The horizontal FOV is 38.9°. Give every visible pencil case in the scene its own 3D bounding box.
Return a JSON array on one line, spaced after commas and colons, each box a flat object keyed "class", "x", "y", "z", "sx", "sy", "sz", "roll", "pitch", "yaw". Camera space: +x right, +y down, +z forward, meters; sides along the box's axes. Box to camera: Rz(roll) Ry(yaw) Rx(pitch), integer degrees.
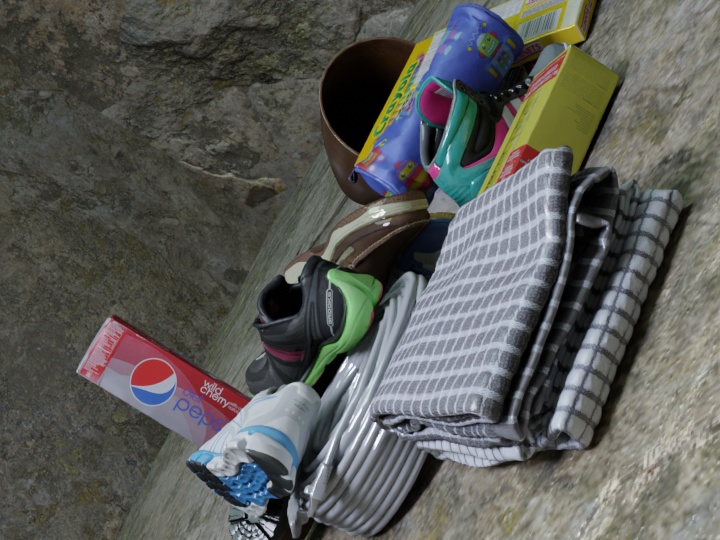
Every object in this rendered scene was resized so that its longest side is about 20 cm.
[{"class": "pencil case", "x": 0.073, "y": -0.149, "z": 0.957, "sx": 0.202, "sy": 0.077, "sz": 0.087, "roll": -58, "pitch": 13, "yaw": -1}]

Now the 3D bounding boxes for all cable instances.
[{"class": "cable", "x": 0.016, "y": 0.102, "z": 0.787, "sx": 0.202, "sy": 0.068, "sz": 0.200, "roll": -62, "pitch": 5, "yaw": 6}]

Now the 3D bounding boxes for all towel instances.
[{"class": "towel", "x": 0.085, "y": 0.028, "z": 0.611, "sx": 0.168, "sy": 0.085, "sz": 0.200, "roll": -63, "pitch": 10, "yaw": -17}]

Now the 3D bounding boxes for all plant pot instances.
[{"class": "plant pot", "x": 0.026, "y": -0.174, "z": 1.369, "sx": 0.201, "sy": 0.184, "sz": 0.189, "roll": 108, "pitch": -172, "yaw": -64}]

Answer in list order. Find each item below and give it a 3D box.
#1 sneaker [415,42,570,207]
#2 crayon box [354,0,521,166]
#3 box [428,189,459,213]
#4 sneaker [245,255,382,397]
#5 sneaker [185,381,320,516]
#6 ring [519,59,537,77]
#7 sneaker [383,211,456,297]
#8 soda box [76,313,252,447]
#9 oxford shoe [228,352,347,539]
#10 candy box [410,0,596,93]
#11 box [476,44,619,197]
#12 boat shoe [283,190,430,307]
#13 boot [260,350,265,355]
[{"class": "sneaker", "x": 0.111, "y": -0.142, "z": 0.887, "sx": 0.202, "sy": 0.120, "sz": 0.084, "roll": -64, "pitch": 10, "yaw": -26}, {"class": "crayon box", "x": 0.098, "y": -0.200, "z": 1.187, "sx": 0.171, "sy": 0.058, "sz": 0.202, "roll": -11, "pitch": 46, "yaw": 52}, {"class": "box", "x": 0.079, "y": -0.063, "z": 1.072, "sx": 0.202, "sy": 0.038, "sz": 0.042, "roll": -57, "pitch": 11, "yaw": 18}, {"class": "sneaker", "x": -0.053, "y": 0.045, "z": 0.850, "sx": 0.200, "sy": 0.083, "sz": 0.077, "roll": -48, "pitch": 12, "yaw": 48}, {"class": "sneaker", "x": -0.077, "y": 0.138, "z": 0.816, "sx": 0.087, "sy": 0.075, "sz": 0.200, "roll": -57, "pitch": 11, "yaw": -28}, {"class": "ring", "x": 0.112, "y": -0.167, "z": 1.034, "sx": 0.199, "sy": 0.019, "sz": 0.202, "roll": -31, "pitch": 31, "yaw": 21}, {"class": "sneaker", "x": 0.049, "y": 0.025, "z": 0.919, "sx": 0.200, "sy": 0.074, "sz": 0.090, "roll": 127, "pitch": 154, "yaw": -55}, {"class": "soda box", "x": -0.178, "y": 0.122, "z": 1.008, "sx": 0.064, "sy": 0.198, "sz": 0.070, "roll": -58, "pitch": 9, "yaw": -6}, {"class": "oxford shoe", "x": -0.049, "y": 0.158, "z": 0.921, "sx": 0.072, "sy": 0.084, "sz": 0.203, "roll": 17, "pitch": 76, "yaw": 37}, {"class": "candy box", "x": 0.146, "y": -0.238, "z": 1.037, "sx": 0.198, "sy": 0.027, "sz": 0.103, "roll": -15, "pitch": 37, "yaw": 39}, {"class": "box", "x": 0.129, "y": -0.069, "z": 0.784, "sx": 0.202, "sy": 0.050, "sz": 0.075, "roll": -62, "pitch": 8, "yaw": -16}, {"class": "boat shoe", "x": 0.005, "y": -0.001, "z": 0.876, "sx": 0.074, "sy": 0.076, "sz": 0.202, "roll": -14, "pitch": -11, "yaw": -31}, {"class": "boot", "x": -0.038, "y": 0.085, "z": 1.195, "sx": 0.143, "sy": 0.071, "sz": 0.202, "roll": -39, "pitch": -18, "yaw": -8}]
